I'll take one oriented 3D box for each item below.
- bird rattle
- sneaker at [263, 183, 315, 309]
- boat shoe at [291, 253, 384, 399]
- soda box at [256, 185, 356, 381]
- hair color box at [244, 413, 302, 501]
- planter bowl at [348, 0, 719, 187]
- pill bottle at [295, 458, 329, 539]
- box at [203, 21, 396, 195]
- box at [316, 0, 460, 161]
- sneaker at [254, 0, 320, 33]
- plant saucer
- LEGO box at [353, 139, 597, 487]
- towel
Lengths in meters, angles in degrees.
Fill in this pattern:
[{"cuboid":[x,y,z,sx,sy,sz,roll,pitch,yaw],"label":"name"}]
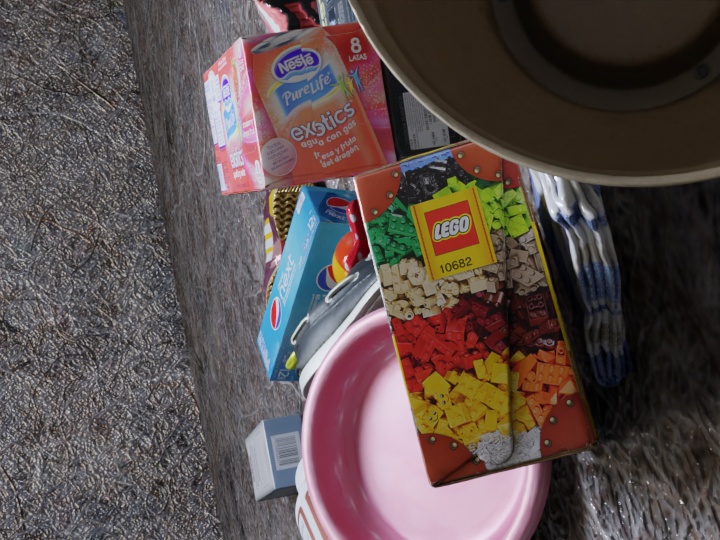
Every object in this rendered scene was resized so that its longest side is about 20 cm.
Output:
[{"cuboid":[0.000,0.000,0.928,0.163,0.112,0.201,-89,6,-59],"label":"bird rattle"},{"cuboid":[-0.079,-0.031,1.262,0.090,0.074,0.201,-109,24,-61],"label":"sneaker"},{"cuboid":[0.012,0.019,0.809,0.200,0.075,0.061,-44,49,24],"label":"boat shoe"},{"cuboid":[-0.045,0.017,1.070,0.064,0.067,0.201,-115,36,-48],"label":"soda box"},{"cuboid":[-0.123,0.281,1.582,0.200,0.060,0.100,128,132,-68],"label":"hair color box"},{"cuboid":[0.098,-0.125,0.382,0.135,0.199,0.201,3,-102,-79],"label":"planter bowl"},{"cuboid":[0.002,0.247,1.016,0.200,0.112,0.113,-127,32,-60],"label":"pill bottle"},{"cuboid":[-0.052,-0.113,0.784,0.200,0.094,0.103,-172,72,-75],"label":"box"},{"cuboid":[0.013,-0.174,0.788,0.158,0.051,0.201,179,82,-75],"label":"box"},{"cuboid":[-0.066,-0.232,1.085,0.201,0.073,0.087,-114,20,-44],"label":"sneaker"},{"cuboid":[0.048,0.123,0.748,0.200,0.051,0.202,-4,84,36],"label":"plant saucer"},{"cuboid":[0.070,0.031,0.569,0.200,0.077,0.150,35,-140,-74],"label":"LEGO box"},{"cuboid":[0.098,-0.038,0.541,0.200,0.024,0.147,59,-167,-58],"label":"towel"}]
